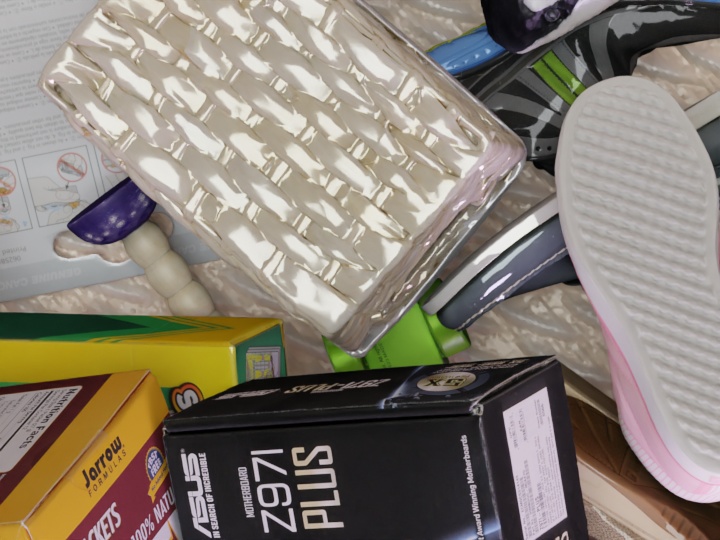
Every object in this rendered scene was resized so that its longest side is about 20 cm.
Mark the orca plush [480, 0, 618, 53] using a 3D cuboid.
[{"bbox_3d":[0.129,-0.189,1.400,0.200,0.071,0.105,-32,52,6],"label":"orca plush"}]

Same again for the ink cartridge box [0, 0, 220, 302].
[{"bbox_3d":[-0.141,-0.096,1.500,0.162,0.057,0.200,-11,113,5],"label":"ink cartridge box"}]

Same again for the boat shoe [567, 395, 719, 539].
[{"bbox_3d":[0.146,0.145,1.409,0.200,0.072,0.072,37,115,1],"label":"boat shoe"}]

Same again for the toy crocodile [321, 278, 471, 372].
[{"bbox_3d":[0.000,0.000,1.481,0.067,0.062,0.200,-28,95,6],"label":"toy crocodile"}]

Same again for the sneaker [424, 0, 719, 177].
[{"bbox_3d":[0.098,-0.092,1.461,0.199,0.071,0.083,-23,97,11],"label":"sneaker"}]

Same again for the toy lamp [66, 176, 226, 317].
[{"bbox_3d":[-0.064,0.041,1.479,0.058,0.058,0.200,-36,98,6],"label":"toy lamp"}]

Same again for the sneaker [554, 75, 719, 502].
[{"bbox_3d":[0.138,0.016,1.390,0.075,0.105,0.201,-16,72,-4],"label":"sneaker"}]

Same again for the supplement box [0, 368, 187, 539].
[{"bbox_3d":[-0.172,0.171,1.364,0.200,0.133,0.198,-8,114,27],"label":"supplement box"}]

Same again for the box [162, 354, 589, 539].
[{"bbox_3d":[0.016,0.147,1.332,0.163,0.086,0.201,-5,100,30],"label":"box"}]

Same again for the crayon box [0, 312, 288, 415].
[{"bbox_3d":[-0.117,0.124,1.457,0.172,0.058,0.201,1,103,24],"label":"crayon box"}]

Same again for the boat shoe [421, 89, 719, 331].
[{"bbox_3d":[0.122,-0.020,1.441,0.200,0.073,0.062,-33,91,-14],"label":"boat shoe"}]

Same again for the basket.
[{"bbox_3d":[-0.039,-0.070,1.386,0.200,0.123,0.136,41,95,6],"label":"basket"}]

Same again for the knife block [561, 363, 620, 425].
[{"bbox_3d":[0.179,0.134,1.467,0.175,0.064,0.201,-9,92,5],"label":"knife block"}]
